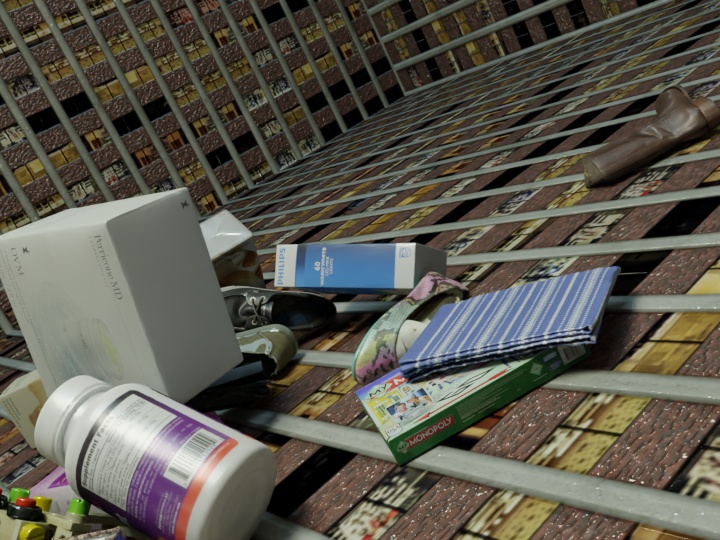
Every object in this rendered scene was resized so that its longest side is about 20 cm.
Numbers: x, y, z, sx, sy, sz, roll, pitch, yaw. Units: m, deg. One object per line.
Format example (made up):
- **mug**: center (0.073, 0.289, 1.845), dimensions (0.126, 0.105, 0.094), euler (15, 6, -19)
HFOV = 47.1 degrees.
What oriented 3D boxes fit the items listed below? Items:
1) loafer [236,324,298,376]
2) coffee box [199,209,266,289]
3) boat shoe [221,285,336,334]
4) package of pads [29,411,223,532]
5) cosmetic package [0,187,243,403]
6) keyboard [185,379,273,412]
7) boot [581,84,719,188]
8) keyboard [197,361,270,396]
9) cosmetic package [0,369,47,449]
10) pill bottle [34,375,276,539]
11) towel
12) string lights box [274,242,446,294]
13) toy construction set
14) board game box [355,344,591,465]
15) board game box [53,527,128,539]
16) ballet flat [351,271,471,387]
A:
- **loafer**: center (-0.181, 0.126, 1.089), dimensions (0.199, 0.075, 0.070), euler (-21, 18, 15)
- **coffee box**: center (-0.201, 0.029, 1.196), dimensions (0.114, 0.200, 0.080), euler (-33, 50, -22)
- **boat shoe**: center (-0.126, 0.057, 1.123), dimensions (0.199, 0.070, 0.066), euler (5, -6, -22)
- **package of pads**: center (-0.240, 0.220, 0.873), dimensions (0.199, 0.076, 0.120), euler (-17, 13, 30)
- **cosmetic package**: center (-0.259, 0.034, 0.880), dimensions (0.199, 0.200, 0.123), euler (-6, 18, 33)
- **keyboard**: center (-0.179, 0.153, 0.938), dimensions (0.127, 0.021, 0.200), euler (-25, -14, 33)
- **boot**: center (0.400, -0.193, 1.214), dimensions (0.200, 0.064, 0.186), euler (-30, 12, 6)
- **keyboard**: center (-0.211, 0.143, 0.983), dimensions (0.199, 0.021, 0.127), euler (-18, -14, -2)
- **cosmetic package**: center (-0.444, 0.187, 1.288), dimensions (0.200, 0.105, 0.071), euler (-26, 16, 11)
- **pill bottle**: center (-0.183, 0.166, 0.723), dimensions (0.199, 0.112, 0.111), euler (21, 38, 23)
- **towel**: center (0.144, 0.051, 0.796), dimensions (0.199, 0.024, 0.145), euler (-15, 16, 31)
- **string lights box**: center (0.000, 0.000, 1.064), dimensions (0.199, 0.059, 0.103), euler (0, -6, 28)
- **toy construction set**: center (-0.291, 0.252, 0.780), dimensions (0.200, 0.131, 0.092), euler (-18, 62, 34)
- **board game box**: center (0.101, 0.100, 0.788), dimensions (0.200, 0.029, 0.135), euler (-29, 16, -6)
- **board game box**: center (-0.271, 0.298, 0.626), dimensions (0.200, 0.097, 0.159), euler (-19, 17, 29)
- **ballet flat**: center (0.067, 0.063, 0.919), dimensions (0.071, 0.069, 0.200), euler (7, 31, 32)
